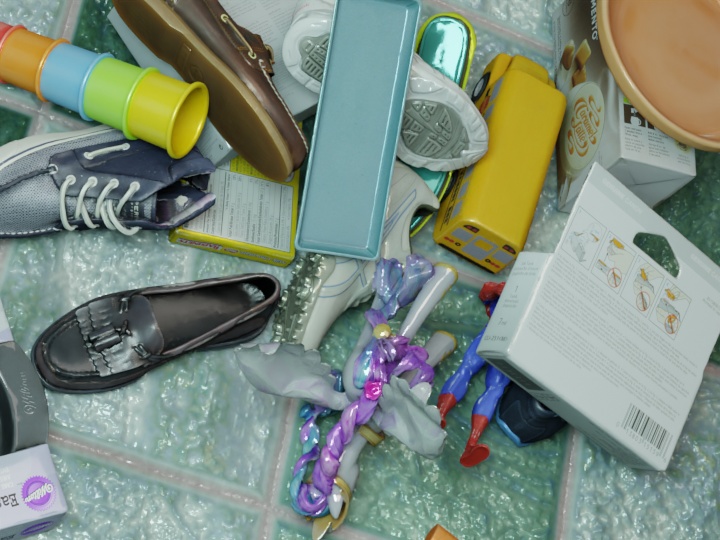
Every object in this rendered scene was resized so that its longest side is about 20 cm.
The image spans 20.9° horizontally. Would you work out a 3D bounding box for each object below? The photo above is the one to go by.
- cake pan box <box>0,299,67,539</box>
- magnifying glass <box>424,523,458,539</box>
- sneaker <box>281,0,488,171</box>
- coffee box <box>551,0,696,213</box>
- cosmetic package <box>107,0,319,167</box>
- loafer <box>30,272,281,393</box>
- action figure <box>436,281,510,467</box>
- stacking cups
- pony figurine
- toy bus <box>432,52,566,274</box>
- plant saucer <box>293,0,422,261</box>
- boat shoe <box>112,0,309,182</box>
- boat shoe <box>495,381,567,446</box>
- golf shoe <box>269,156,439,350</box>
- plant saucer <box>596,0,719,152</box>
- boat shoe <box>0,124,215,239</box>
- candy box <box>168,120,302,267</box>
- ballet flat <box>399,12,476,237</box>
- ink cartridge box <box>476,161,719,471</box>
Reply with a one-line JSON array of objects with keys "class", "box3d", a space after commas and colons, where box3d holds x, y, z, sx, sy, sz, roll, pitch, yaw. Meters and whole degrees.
[{"class": "cake pan box", "box3d": [-0.318, 0.112, 1.361, 0.199, 0.052, 0.185, -12, 76, -30]}, {"class": "magnifying glass", "box3d": [0.131, 0.268, 1.530, 0.200, 0.022, 0.080, 38, 57, -6]}, {"class": "sneaker", "box3d": [0.027, -0.159, 1.549, 0.200, 0.078, 0.100, 37, 31, -26]}, {"class": "coffee box", "box3d": [0.228, -0.157, 1.707, 0.079, 0.114, 0.201, 11, 65, -22]}, {"class": "cosmetic package", "box3d": [-0.081, -0.190, 1.576, 0.199, 0.052, 0.151, -31, 87, -34]}, {"class": "loafer", "box3d": [-0.150, 0.037, 1.467, 0.199, 0.063, 0.072, -16, 76, -31]}, {"class": "action figure", "box3d": [0.120, 0.053, 1.567, 0.065, 0.099, 0.201, 34, 47, -9]}, {"class": "stacking cups", "box3d": [-0.212, -0.149, 1.473, 0.199, 0.061, 0.061, 24, 56, 16]}, {"class": "pony figurine", "box3d": [0.007, 0.085, 1.454, 0.166, 0.194, 0.201, 22, 60, 15]}, {"class": "toy bus", "box3d": [0.121, -0.098, 1.649, 0.065, 0.078, 0.201, 27, 59, -13]}, {"class": "plant saucer", "box3d": [-0.004, -0.111, 1.476, 0.069, 0.019, 0.202, 8, 96, -20]}, {"class": "boat shoe", "box3d": [-0.101, -0.161, 1.481, 0.070, 0.070, 0.200, -39, 90, -29]}, {"class": "boat shoe", "box3d": [0.192, 0.070, 1.617, 0.084, 0.069, 0.200, 39, 58, -6]}, {"class": "golf shoe", "box3d": [0.000, 0.000, 1.537, 0.097, 0.078, 0.201, 30, 73, -15]}, {"class": "plant saucer", "box3d": [0.278, -0.189, 1.658, 0.199, 0.037, 0.202, 13, 63, -26]}, {"class": "boat shoe", "box3d": [-0.200, -0.059, 1.456, 0.199, 0.075, 0.093, -25, 41, -31]}, {"class": "candy box", "box3d": [-0.097, -0.106, 1.577, 0.102, 0.026, 0.201, 12, 63, -19]}, {"class": "ballet flat", "box3d": [0.052, -0.115, 1.623, 0.066, 0.067, 0.201, 17, 90, 3]}, {"class": "ink cartridge box", "box3d": [0.201, 0.038, 1.557, 0.200, 0.043, 0.174, 36, 69, -31]}]
